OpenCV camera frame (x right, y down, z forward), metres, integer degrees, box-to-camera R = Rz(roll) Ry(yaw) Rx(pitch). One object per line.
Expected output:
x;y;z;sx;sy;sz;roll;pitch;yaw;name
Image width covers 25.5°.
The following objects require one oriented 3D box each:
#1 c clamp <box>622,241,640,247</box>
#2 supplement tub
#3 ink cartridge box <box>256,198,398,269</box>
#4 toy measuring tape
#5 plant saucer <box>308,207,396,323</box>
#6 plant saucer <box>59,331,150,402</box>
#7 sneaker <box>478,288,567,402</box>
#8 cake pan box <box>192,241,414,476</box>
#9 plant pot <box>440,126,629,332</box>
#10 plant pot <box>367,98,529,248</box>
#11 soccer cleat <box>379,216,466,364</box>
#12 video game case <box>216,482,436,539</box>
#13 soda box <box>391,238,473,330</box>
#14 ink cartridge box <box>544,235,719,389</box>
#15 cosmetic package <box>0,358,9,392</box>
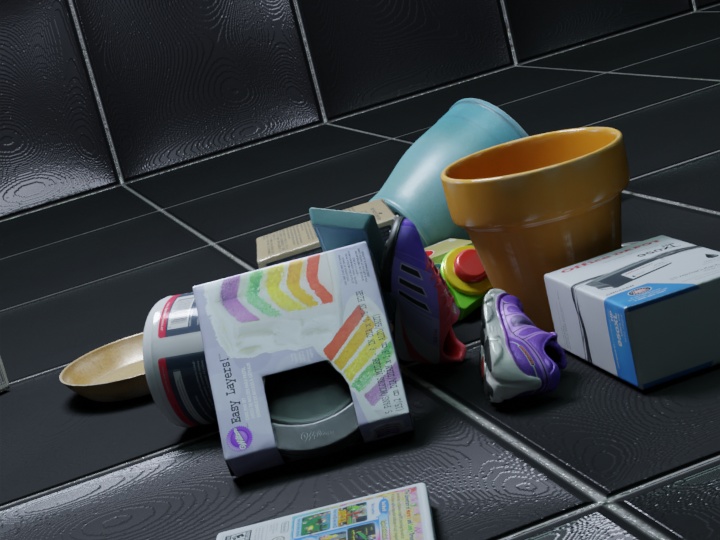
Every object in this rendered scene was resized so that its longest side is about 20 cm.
0.273;-0.007;1.853;0.198;0.027;0.171;-13;12;12;c clamp
-0.114;0.082;1.658;0.198;0.142;0.140;-10;14;17;supplement tub
-0.033;-0.016;1.812;0.163;0.076;0.200;-17;9;-1;ink cartridge box
0.152;-0.013;1.858;0.199;0.074;0.073;-36;21;-26;toy measuring tape
0.000;0.000;1.645;0.069;0.200;0.019;6;61;18;plant saucer
-0.262;0.115;1.920;0.198;0.036;0.200;-15;13;4;plant saucer
0.159;0.080;1.569;0.083;0.081;0.200;2;21;-1;sneaker
-0.056;0.087;1.528;0.183;0.201;0.052;-14;-28;3;cake pan box
0.202;-0.039;1.720;0.198;0.185;0.200;-13;13;3;plant pot
0.115;-0.085;2.025;0.187;0.201;0.200;-36;21;-23;plant pot
0.066;0.022;1.623;0.073;0.201;0.069;10;49;18;soccer cleat
-0.029;0.227;1.226;0.180;0.024;0.200;-14;12;2;video game case
0.048;0.025;1.879;0.199;0.068;0.064;-21;14;-25;soda box
0.283;0.036;1.539;0.143;0.085;0.200;-17;13;-13;ink cartridge box
-0.558;0.139;2.006;0.199;0.104;0.087;-24;14;-41;cosmetic package
